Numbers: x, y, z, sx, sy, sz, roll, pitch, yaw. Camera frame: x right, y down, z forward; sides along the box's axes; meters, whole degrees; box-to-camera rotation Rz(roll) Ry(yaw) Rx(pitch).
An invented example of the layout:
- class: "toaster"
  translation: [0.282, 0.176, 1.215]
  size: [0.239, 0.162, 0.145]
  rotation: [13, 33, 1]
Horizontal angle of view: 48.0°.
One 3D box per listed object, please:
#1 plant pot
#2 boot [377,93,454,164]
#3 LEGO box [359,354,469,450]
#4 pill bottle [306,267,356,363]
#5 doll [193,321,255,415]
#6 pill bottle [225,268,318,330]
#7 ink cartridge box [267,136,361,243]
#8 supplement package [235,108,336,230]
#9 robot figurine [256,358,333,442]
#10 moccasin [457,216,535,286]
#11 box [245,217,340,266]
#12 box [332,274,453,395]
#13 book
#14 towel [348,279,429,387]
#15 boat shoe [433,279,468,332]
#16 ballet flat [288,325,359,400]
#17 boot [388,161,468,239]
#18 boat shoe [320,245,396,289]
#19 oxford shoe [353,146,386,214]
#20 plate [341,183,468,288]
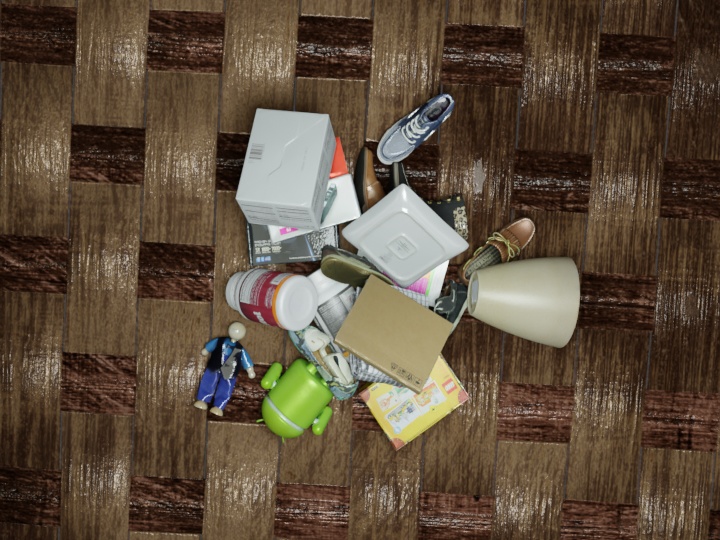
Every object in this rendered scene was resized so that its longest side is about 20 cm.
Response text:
- class: "plant pot"
  translation: [0.328, 0.055, 1.682]
  size: [0.195, 0.187, 0.192]
  rotation: [7, 94, -6]
- class: "boot"
  translation: [0.115, -0.305, 1.721]
  size: [0.200, 0.090, 0.073]
  rotation: [-43, 92, 3]
- class: "LEGO box"
  translation: [0.116, 0.267, 1.764]
  size: [0.198, 0.077, 0.150]
  rotation: [-35, 93, 3]
- class: "pill bottle"
  translation: [-0.045, 0.088, 1.736]
  size: [0.115, 0.116, 0.202]
  rotation: [-31, 93, 3]
- class: "doll"
  translation: [-0.295, 0.212, 1.781]
  size: [0.134, 0.048, 0.204]
  rotation: [18, 88, 9]
- class: "pill bottle"
  translation: [-0.191, 0.056, 1.697]
  size: [0.198, 0.112, 0.116]
  rotation: [9, 95, 44]
- class: "ink cartridge box"
  translation: [-0.112, -0.168, 1.673]
  size: [0.196, 0.044, 0.177]
  rotation: [-16, 92, 1]
- class: "supplement package"
  translation: [-0.145, -0.200, 1.608]
  size: [0.152, 0.111, 0.204]
  rotation: [6, 69, 10]
- class: "robot figurine"
  translation: [-0.134, 0.275, 1.749]
  size: [0.175, 0.116, 0.201]
  rotation: [40, 94, -7]
- class: "moccasin"
  translation: [0.294, -0.043, 1.739]
  size: [0.199, 0.078, 0.074]
  rotation: [-33, 90, -2]
- class: "box"
  translation: [-0.144, -0.100, 1.741]
  size: [0.195, 0.086, 0.168]
  rotation: [-4, 93, 1]
- class: "box"
  translation: [0.067, 0.123, 1.592]
  size: [0.198, 0.021, 0.165]
  rotation: [31, 63, 2]
- class: "book"
  translation: [0.088, -0.010, 1.764]
  size: [0.196, 0.048, 0.136]
  rotation: [16, 95, 2]
- class: "towel"
  translation: [0.057, 0.134, 1.669]
  size: [0.163, 0.085, 0.204]
  rotation: [14, 63, -30]
- class: "boat shoe"
  translation: [0.178, 0.092, 1.707]
  size: [0.067, 0.201, 0.072]
  rotation: [37, 132, -1]
- class: "ballet flat"
  translation: [-0.071, 0.174, 1.682]
  size: [0.074, 0.074, 0.201]
  rotation: [-40, 87, 3]
- class: "boot"
  translation: [0.143, -0.142, 1.734]
  size: [0.147, 0.073, 0.204]
  rotation: [-7, 69, -8]
- class: "boat shoe"
  translation: [-0.001, 0.000, 1.698]
  size: [0.198, 0.067, 0.072]
  rotation: [24, 131, -33]
- class: "oxford shoe"
  translation: [0.025, -0.167, 1.741]
  size: [0.070, 0.071, 0.205]
  rotation: [0, 80, -18]
- class: "plate"
  translation: [0.087, -0.057, 1.651]
  size: [0.199, 0.033, 0.199]
  rotation: [40, 131, -20]
